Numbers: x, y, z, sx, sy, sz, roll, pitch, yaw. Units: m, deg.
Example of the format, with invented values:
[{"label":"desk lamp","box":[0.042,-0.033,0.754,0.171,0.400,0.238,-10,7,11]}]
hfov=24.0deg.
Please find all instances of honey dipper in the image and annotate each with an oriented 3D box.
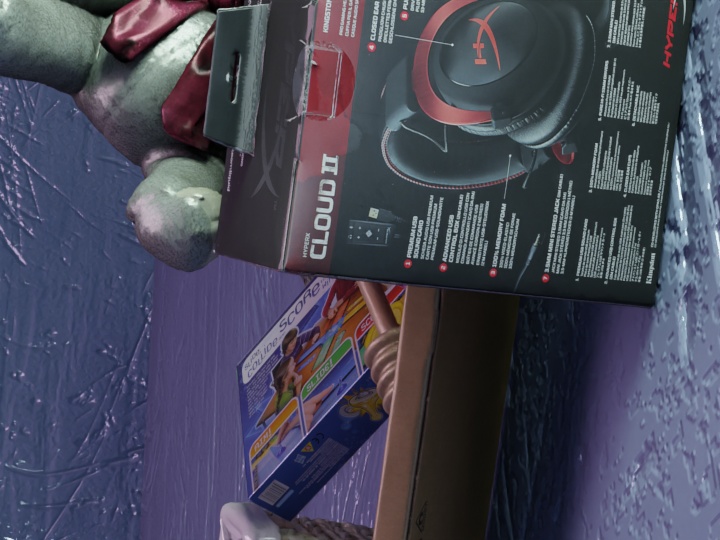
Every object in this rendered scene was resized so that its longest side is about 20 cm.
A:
[{"label":"honey dipper","box":[0.000,0.000,0.943,0.038,0.038,0.201,109,146,-46]}]

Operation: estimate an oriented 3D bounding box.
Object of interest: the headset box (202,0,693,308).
[{"label":"headset box","box":[0.031,-0.069,0.699,0.075,0.199,0.150,13,97,62]}]

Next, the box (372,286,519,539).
[{"label":"box","box":[0.044,0.081,0.841,0.163,0.021,0.202,-11,-71,-71]}]

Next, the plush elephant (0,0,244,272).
[{"label":"plush elephant","box":[-0.054,-0.113,0.770,0.155,0.165,0.200,-45,-10,18]}]

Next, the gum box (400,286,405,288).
[{"label":"gum box","box":[0.016,-0.092,0.925,0.066,0.113,0.201,125,162,-62]}]

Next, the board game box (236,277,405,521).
[{"label":"board game box","box":[0.000,0.036,1.015,0.200,0.034,0.136,-48,27,22]}]

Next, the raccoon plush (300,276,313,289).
[{"label":"raccoon plush","box":[-0.041,0.006,1.189,0.097,0.133,0.202,-143,60,-75]}]

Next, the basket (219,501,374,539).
[{"label":"basket","box":[-0.030,0.253,1.039,0.136,0.122,0.202,178,99,-79]}]
